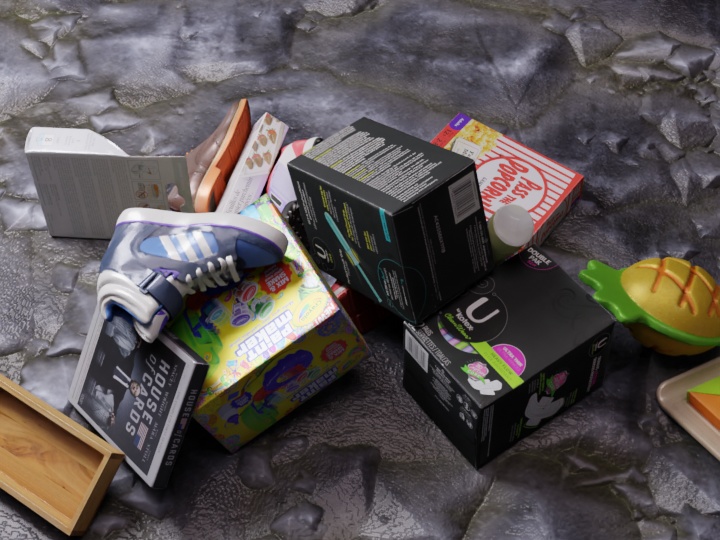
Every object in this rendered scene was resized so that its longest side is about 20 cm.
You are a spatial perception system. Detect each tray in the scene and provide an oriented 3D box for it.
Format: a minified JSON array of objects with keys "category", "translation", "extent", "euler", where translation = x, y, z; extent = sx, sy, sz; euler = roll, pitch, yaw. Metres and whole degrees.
[{"category":"tray","translation":[-0.363,0.198,1.458],"extent":[0.198,0.037,0.100],"euler":[28,90,22]}]

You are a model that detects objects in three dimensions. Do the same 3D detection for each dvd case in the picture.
[{"category":"dvd case","translation":[-0.249,0.124,1.458],"extent":[0.025,0.152,0.199],"euler":[8,19,-44]}]

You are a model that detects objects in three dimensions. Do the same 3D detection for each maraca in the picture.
[{"category":"maraca","translation":[0.347,0.038,1.545],"extent":[0.197,0.108,0.138],"euler":[12,28,-22]}]

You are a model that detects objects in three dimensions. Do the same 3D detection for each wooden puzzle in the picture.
[{"category":"wooden puzzle","translation":[0.462,0.157,1.486],"extent":[0.183,0.038,0.200],"euler":[-21,39,-16]}]

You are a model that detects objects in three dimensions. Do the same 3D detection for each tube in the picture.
[{"category":"tube","translation":[0.148,-0.021,1.566],"extent":[0.057,0.200,0.053],"euler":[12,69,-12]}]

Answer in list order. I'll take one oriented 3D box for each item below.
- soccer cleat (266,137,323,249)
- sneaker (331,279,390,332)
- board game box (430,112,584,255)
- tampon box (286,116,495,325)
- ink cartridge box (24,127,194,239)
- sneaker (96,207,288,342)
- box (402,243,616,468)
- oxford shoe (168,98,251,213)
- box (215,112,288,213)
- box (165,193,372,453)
[{"category":"soccer cleat","translation":[-0.094,-0.087,1.707],"extent":[0.072,0.068,0.202],"euler":[-6,51,27]},{"category":"sneaker","translation":[0.000,0.000,1.636],"extent":[0.199,0.079,0.115],"euler":[-32,41,-25]},{"category":"board game box","translation":[0.168,-0.107,1.721],"extent":[0.199,0.047,0.152],"euler":[30,57,22]},{"category":"tampon box","translation":[0.034,-0.062,1.507],"extent":[0.126,0.151,0.199],"euler":[-32,37,-25]},{"category":"ink cartridge box","translation":[-0.306,-0.106,1.653],"extent":[0.197,0.161,0.048],"euler":[2,51,2]},{"category":"sneaker","translation":[-0.184,0.016,1.417],"extent":[0.197,0.081,0.148],"euler":[7,64,5]},{"category":"box","translation":[0.167,0.094,1.507],"extent":[0.198,0.125,0.149],"euler":[-29,55,-22]},{"category":"oxford shoe","translation":[-0.199,-0.155,1.751],"extent":[0.072,0.072,0.202],"euler":[10,52,15]},{"category":"box","translation":[-0.147,-0.117,1.723],"extent":[0.038,0.041,0.202],"euler":[31,54,-17]},{"category":"box","translation":[-0.126,0.060,1.504],"extent":[0.199,0.122,0.193],"euler":[-35,56,0]}]
